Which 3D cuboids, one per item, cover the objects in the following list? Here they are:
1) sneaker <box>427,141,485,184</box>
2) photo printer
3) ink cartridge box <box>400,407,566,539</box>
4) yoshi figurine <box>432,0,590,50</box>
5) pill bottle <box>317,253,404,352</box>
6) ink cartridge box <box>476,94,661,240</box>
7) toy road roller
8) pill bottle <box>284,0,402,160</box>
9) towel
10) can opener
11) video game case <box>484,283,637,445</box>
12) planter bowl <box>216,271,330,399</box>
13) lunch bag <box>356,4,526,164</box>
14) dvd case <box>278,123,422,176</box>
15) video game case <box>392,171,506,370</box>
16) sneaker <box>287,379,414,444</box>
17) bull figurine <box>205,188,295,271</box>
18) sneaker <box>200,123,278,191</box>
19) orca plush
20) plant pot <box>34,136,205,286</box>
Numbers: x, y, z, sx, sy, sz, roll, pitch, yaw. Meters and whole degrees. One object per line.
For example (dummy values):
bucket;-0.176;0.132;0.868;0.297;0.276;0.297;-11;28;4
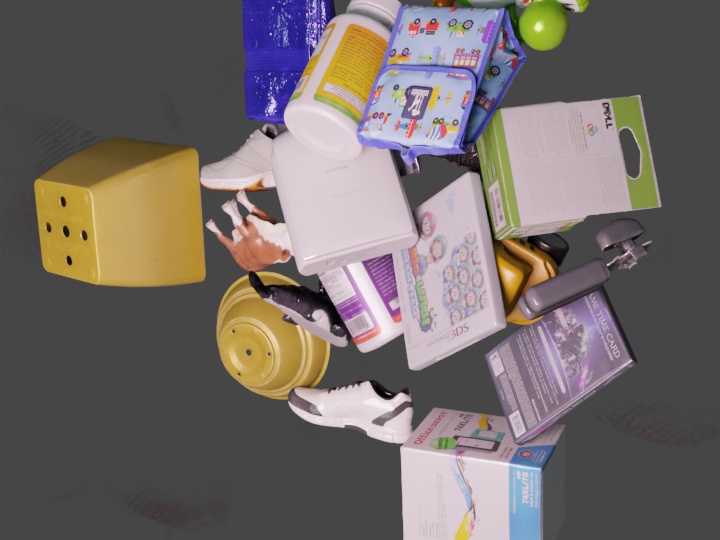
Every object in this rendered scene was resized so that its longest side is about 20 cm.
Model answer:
sneaker;0.122;-0.163;1.372;0.200;0.099;0.070;47;135;9
photo printer;-0.027;-0.110;1.405;0.163;0.070;0.203;-14;70;-5
ink cartridge box;0.170;0.292;1.462;0.196;0.146;0.149;4;107;23
yoshi figurine;0.178;-0.326;1.309;0.197;0.112;0.114;13;120;19
pill bottle;0.000;0.000;1.478;0.110;0.111;0.202;-28;92;29
ink cartridge box;0.255;-0.127;1.317;0.196;0.076;0.151;-7;80;-12
toy road roller;0.163;-0.010;1.378;0.198;0.146;0.124;31;115;14
pill bottle;-0.011;-0.254;1.363;0.109;0.111;0.203;17;69;19
towel;-0.102;-0.303;1.464;0.145;0.049;0.204;4;102;25
can opener;0.275;-0.006;1.320;0.068;0.197;0.053;62;158;16
video game case;0.256;0.115;1.394;0.199;0.019;0.145;-41;45;28
planter bowl;-0.150;0.111;1.597;0.197;0.083;0.204;8;108;24
lunch bag;0.090;-0.213;1.289;0.148;0.094;0.203;10;65;33
dvd case;-0.021;-0.190;1.487;0.197;0.016;0.152;-11;99;27
video game case;0.106;0.004;1.363;0.181;0.023;0.204;-33;58;50
sneaker;-0.011;0.191;1.568;0.196;0.074;0.082;10;104;14
bull figurine;-0.148;-0.051;1.512;0.122;0.065;0.200;50;154;-5
sneaker;-0.148;-0.161;1.525;0.197;0.075;0.094;0;92;34
orca plush;-0.074;0.039;1.510;0.104;0.198;0.072;-3;63;55
plant pot;-0.362;-0.076;1.565;0.197;0.175;0.204;11;110;37
